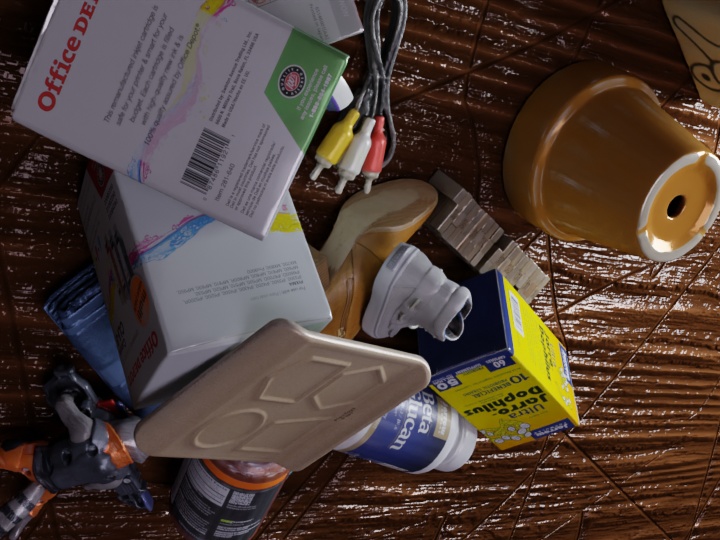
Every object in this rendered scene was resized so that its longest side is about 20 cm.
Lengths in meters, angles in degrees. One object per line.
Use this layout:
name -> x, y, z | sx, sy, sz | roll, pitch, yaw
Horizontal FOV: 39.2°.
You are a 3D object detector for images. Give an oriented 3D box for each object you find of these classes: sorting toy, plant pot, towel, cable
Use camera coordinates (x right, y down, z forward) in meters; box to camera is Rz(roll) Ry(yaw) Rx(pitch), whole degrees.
sorting toy -> -0.062, 0.106, 0.845 | 0.184, 0.037, 0.199 | -37, 146, 24
plant pot -> 0.288, -0.106, 1.108 | 0.198, 0.183, 0.203 | -16, 124, -25
towel -> -0.205, 0.069, 0.973 | 0.111, 0.049, 0.201 | -36, 129, -10
cable -> 0.019, -0.170, 0.981 | 0.096, 0.050, 0.202 | 10, 111, -38

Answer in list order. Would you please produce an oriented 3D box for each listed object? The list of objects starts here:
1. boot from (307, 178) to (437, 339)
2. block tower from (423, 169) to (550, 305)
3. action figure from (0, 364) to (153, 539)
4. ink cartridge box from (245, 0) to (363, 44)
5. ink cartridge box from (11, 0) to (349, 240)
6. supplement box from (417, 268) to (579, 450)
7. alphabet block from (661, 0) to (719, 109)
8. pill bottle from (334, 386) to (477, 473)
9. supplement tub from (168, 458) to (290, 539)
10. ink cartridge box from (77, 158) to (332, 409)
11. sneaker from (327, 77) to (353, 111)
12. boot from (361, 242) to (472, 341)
boot -> 0.000, 0.001, 1.068 | 0.200, 0.071, 0.145 | -33, 143, -25
block tower -> 0.136, -0.029, 1.138 | 0.058, 0.054, 0.200 | -49, 131, 0
action figure -> -0.270, 0.201, 0.962 | 0.192, 0.105, 0.201 | -27, 124, 4
ink cartridge box -> -0.111, -0.248, 0.774 | 0.174, 0.045, 0.202 | -19, 103, 0
ink cartridge box -> -0.127, -0.134, 0.733 | 0.198, 0.084, 0.146 | 26, 100, -8
supplement box -> 0.159, 0.108, 1.166 | 0.108, 0.111, 0.200 | -23, 138, 24
alphabet block -> 0.493, -0.283, 1.131 | 0.196, 0.200, 0.196 | -43, 132, -4
pill bottle -> 0.042, 0.168, 1.152 | 0.199, 0.111, 0.112 | 25, 101, -40
supplement tub -> -0.123, 0.192, 1.020 | 0.106, 0.108, 0.201 | -4, 140, -31
ink cartridge box -> -0.136, -0.010, 0.845 | 0.143, 0.202, 0.145 | -12, 161, -28
sneaker -> -0.112, -0.168, 0.886 | 0.146, 0.081, 0.200 | -44, 135, 7
boot -> 0.060, 0.046, 1.046 | 0.074, 0.095, 0.200 | -52, 170, -16
